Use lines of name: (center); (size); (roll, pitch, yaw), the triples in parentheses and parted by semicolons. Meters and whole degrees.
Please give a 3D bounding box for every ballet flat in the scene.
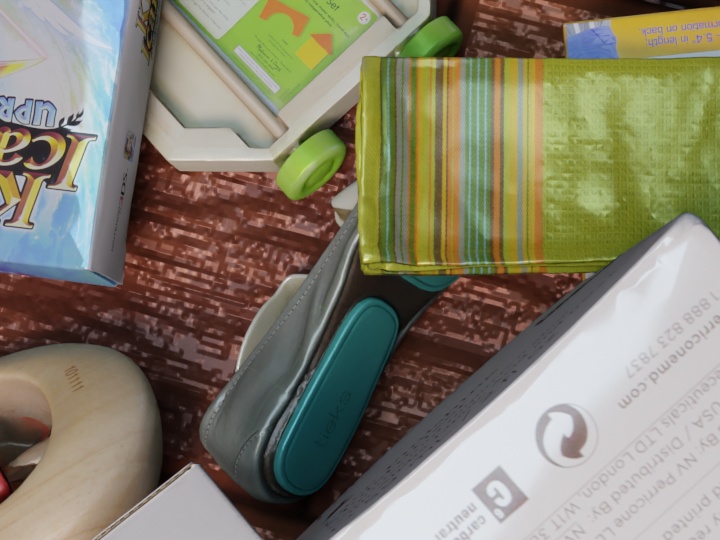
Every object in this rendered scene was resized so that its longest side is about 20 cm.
ballet flat: (0.000, 0.000, 0.869); (0.064, 0.067, 0.201); (29, 82, 43)

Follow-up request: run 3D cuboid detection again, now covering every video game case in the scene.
video game case: (-0.185, -0.096, 0.884); (0.198, 0.045, 0.183); (6, 84, 12)

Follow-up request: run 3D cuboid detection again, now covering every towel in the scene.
towel: (0.097, -0.043, 0.827); (0.198, 0.018, 0.087); (-1, 81, -1)

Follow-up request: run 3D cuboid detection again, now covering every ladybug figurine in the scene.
ladybug figurine: (-0.162, 0.110, 0.854); (0.199, 0.072, 0.136); (-31, 38, -3)

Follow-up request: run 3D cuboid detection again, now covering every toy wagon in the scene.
toy wagon: (-0.025, -0.133, 0.905); (0.200, 0.040, 0.155); (-43, 77, -1)

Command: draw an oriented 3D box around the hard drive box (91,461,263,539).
hard drive box: (-0.014, 0.182, 0.695); (0.077, 0.156, 0.200); (-37, 66, -15)

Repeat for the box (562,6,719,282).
box: (0.148, -0.006, 0.857); (0.118, 0.041, 0.202); (-5, 78, 8)

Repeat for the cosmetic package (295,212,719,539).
cosmetic package: (0.088, 0.104, 0.720); (0.165, 0.200, 0.165); (-41, 88, -7)
